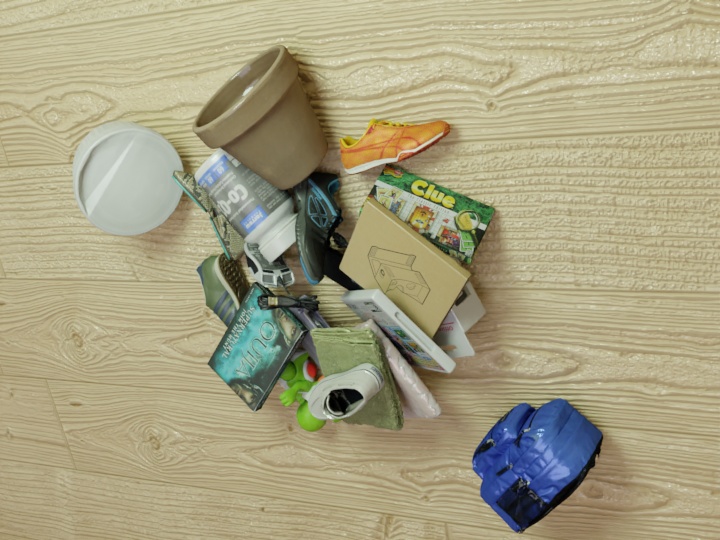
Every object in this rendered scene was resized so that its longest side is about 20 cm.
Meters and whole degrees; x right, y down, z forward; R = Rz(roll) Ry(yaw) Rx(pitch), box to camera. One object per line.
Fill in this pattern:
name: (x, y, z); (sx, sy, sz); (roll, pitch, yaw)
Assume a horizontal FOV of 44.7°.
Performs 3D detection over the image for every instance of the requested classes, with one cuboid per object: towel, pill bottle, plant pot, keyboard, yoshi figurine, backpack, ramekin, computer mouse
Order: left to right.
ramekin: (-0.423, -0.173, 1.569); (0.094, 0.198, 0.207); (42, 135, 48)
pill bottle: (-0.185, -0.121, 1.519); (0.113, 0.114, 0.201); (-37, 95, 34)
plant pot: (-0.147, -0.230, 1.419); (0.198, 0.202, 0.175); (-24, 120, 32)
computer mouse: (-0.153, 0.012, 1.545); (0.201, 0.107, 0.045); (-124, 40, -47)
yoshi figurine: (-0.122, 0.233, 1.677); (0.199, 0.113, 0.112); (42, 141, -2)
towel: (-0.003, 0.185, 1.507); (0.146, 0.036, 0.204); (2, 120, 39)
keyboard: (0.000, 0.000, 1.501); (0.198, 0.021, 0.129); (30, 145, 32)
towel: (0.044, 0.183, 1.553); (0.201, 0.032, 0.191); (50, 157, -4)
backpack: (0.296, 0.312, 1.472); (0.167, 0.162, 0.201); (42, 126, 5)

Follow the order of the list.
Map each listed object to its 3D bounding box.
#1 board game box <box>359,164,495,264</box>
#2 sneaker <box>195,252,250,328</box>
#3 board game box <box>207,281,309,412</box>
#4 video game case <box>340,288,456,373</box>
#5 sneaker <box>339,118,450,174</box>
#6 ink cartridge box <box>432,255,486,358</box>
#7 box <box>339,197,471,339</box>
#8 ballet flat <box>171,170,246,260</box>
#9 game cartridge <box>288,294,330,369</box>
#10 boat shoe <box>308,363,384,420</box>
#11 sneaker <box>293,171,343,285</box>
board game box: (0.106, -0.093, 1.401); (0.196, 0.106, 0.024); (23, 150, 13)
sneaker: (-0.252, 0.064, 1.678); (0.088, 0.067, 0.204); (-9, 110, 37)
board game box: (-0.189, 0.140, 1.606); (0.135, 0.028, 0.202); (41, 116, 18)
video game case: (0.059, 0.100, 1.476); (0.182, 0.024, 0.200); (44, 167, -10)
sneaker: (0.048, -0.209, 1.391); (0.196, 0.073, 0.079); (-12, 99, 27)
ink cartridge box: (0.128, 0.043, 1.458); (0.115, 0.066, 0.203); (-14, 109, 54)
box: (0.066, 0.002, 1.393); (0.199, 0.021, 0.165); (38, 137, 12)
ballet flat: (-0.258, -0.114, 1.588); (0.075, 0.068, 0.202); (-35, 113, -5)
game cartridge: (-0.065, 0.139, 1.603); (0.201, 0.038, 0.129); (52, 161, -4)
boat shoe: (-0.037, 0.220, 1.484); (0.199, 0.066, 0.073); (-28, 102, 46)
sneaker: (-0.068, -0.076, 1.452); (0.080, 0.205, 0.073); (-5, 159, 0)
